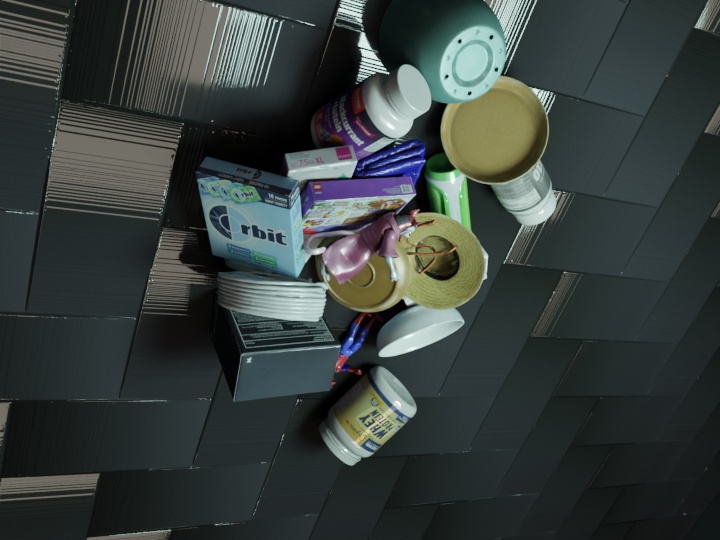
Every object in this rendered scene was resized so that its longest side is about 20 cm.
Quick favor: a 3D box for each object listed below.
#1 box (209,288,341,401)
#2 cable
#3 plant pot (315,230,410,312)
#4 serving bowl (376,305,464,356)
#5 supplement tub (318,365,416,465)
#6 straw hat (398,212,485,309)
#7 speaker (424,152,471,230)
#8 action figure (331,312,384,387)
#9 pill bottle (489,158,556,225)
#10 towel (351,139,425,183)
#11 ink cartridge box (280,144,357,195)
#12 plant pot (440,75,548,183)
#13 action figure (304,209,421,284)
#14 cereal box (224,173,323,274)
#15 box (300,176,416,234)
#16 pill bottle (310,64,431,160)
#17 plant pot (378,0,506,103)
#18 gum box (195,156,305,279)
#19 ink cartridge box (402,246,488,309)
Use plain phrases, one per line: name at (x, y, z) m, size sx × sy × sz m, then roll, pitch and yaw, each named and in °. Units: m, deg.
box at (-0.170, 0.135, 1.454) m, size 0.198 × 0.199 × 0.124 m, roll -2°, pitch 124°, yaw -25°
cable at (-0.160, 0.044, 1.350) m, size 0.197 × 0.200 × 0.070 m, roll 9°, pitch 92°, yaw 1°
plant pot at (0.000, 0.000, 1.477) m, size 0.197 × 0.028 × 0.202 m, roll 8°, pitch 119°, yaw 14°
serving bowl at (0.120, 0.119, 1.628) m, size 0.198 × 0.066 × 0.200 m, roll -20°, pitch 164°, yaw -6°
supplement tub at (0.015, 0.334, 1.731) m, size 0.200 × 0.145 × 0.144 m, roll -44°, pitch 131°, yaw 8°
straw hat at (0.154, -0.032, 1.487) m, size 0.198 × 0.085 × 0.204 m, roll 5°, pitch 110°, yaw 14°
speaker at (0.178, -0.132, 1.515) m, size 0.088 × 0.089 × 0.202 m, roll -22°, pitch 130°, yaw -11°
action figure at (-0.019, 0.186, 1.641) m, size 0.065 × 0.099 × 0.201 m, roll 25°, pitch 112°, yaw -37°
pill bottle at (0.319, -0.187, 1.530) m, size 0.114 × 0.114 × 0.200 m, roll -40°, pitch 132°, yaw 5°
towel at (0.046, -0.157, 1.389) m, size 0.146 × 0.050 × 0.200 m, roll -24°, pitch 164°, yaw -11°
ink cartridge box at (-0.083, -0.145, 1.305) m, size 0.118 × 0.042 × 0.200 m, roll -10°, pitch 158°, yaw -16°
plant pot at (0.249, -0.261, 1.411) m, size 0.199 × 0.201 × 0.027 m, roll -38°, pitch 175°, yaw 3°
action figure at (0.019, -0.061, 1.348) m, size 0.199 × 0.135 × 0.149 m, roll -34°, pitch 116°, yaw 18°
cereal box at (-0.147, -0.068, 1.423) m, size 0.143 × 0.040 × 0.201 m, roll 25°, pitch 109°, yaw -36°
box at (-0.019, -0.113, 1.325) m, size 0.198 × 0.040 × 0.137 m, roll -7°, pitch 160°, yaw -28°
pill bottle at (0.018, -0.260, 1.261) m, size 0.111 × 0.113 × 0.199 m, roll 25°, pitch 146°, yaw -38°
plant pot at (0.151, -0.376, 1.274) m, size 0.198 × 0.161 × 0.202 m, roll -14°, pitch 129°, yaw -17°
gum box at (-0.183, -0.086, 1.285) m, size 0.168 × 0.045 × 0.201 m, roll 16°, pitch 141°, yaw 13°
ink cartridge box at (0.180, 0.024, 1.624) m, size 0.197 × 0.044 × 0.200 m, roll -28°, pitch 163°, yaw 1°
